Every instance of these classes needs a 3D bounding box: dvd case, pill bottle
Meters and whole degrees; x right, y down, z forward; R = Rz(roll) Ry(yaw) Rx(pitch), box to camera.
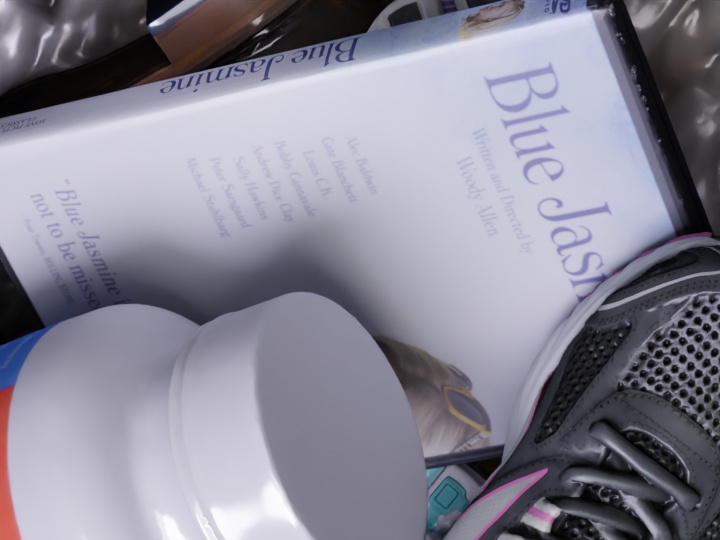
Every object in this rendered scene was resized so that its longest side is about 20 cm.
[{"bbox_3d":[0.000,0.000,0.838,0.199,0.018,0.143,-12,124,21],"label":"dvd case"},{"bbox_3d":[-0.085,0.074,0.834,0.199,0.112,0.112,-22,115,29],"label":"pill bottle"}]

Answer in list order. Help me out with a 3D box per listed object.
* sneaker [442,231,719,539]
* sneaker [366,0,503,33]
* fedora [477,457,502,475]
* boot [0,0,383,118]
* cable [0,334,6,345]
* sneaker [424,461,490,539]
[{"bbox_3d":[0.055,0.086,0.797,0.080,0.086,0.200,32,110,-1],"label":"sneaker"},{"bbox_3d":[0.057,-0.008,0.884,0.080,0.084,0.200,-13,125,23],"label":"sneaker"},{"bbox_3d":[-0.005,0.145,0.952,0.200,0.201,0.082,26,155,-10],"label":"fedora"},{"bbox_3d":[-0.068,-0.017,0.896,0.200,0.075,0.097,-35,108,17],"label":"boot"},{"bbox_3d":[-0.151,0.116,0.965,0.163,0.051,0.200,-26,122,-3],"label":"cable"},{"bbox_3d":[0.065,0.130,0.902,0.078,0.091,0.200,-47,68,18],"label":"sneaker"}]
